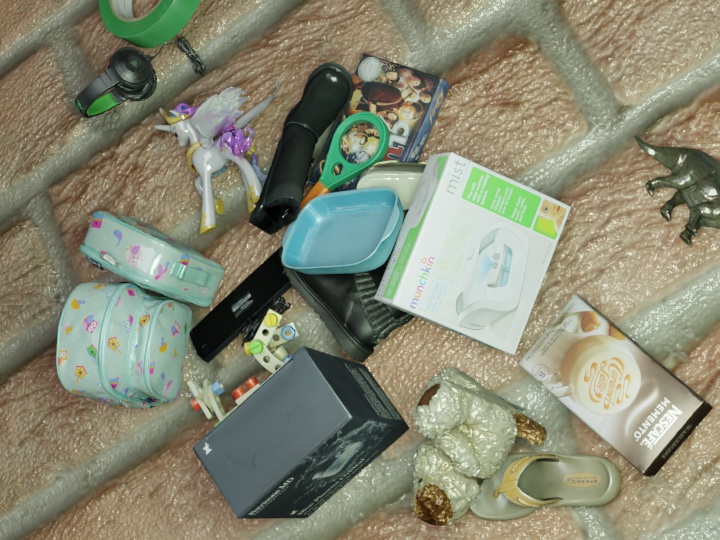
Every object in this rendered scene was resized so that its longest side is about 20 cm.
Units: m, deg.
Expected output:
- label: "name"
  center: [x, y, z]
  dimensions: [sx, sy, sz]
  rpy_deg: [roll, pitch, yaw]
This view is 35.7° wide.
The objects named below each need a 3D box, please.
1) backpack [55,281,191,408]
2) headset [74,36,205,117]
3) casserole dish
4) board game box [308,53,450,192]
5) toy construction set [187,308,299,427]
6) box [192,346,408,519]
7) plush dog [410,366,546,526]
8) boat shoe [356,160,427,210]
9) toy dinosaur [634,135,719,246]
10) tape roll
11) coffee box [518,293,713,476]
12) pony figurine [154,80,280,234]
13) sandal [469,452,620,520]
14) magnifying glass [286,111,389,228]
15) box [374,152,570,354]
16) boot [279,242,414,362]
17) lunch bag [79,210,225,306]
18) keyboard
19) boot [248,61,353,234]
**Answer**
- label: "backpack"
  center: [-0.333, 0.103, 1.574]
  dimensions: [0.152, 0.200, 0.178]
  rpy_deg: [4, 79, 24]
- label: "headset"
  center: [-0.343, -0.291, 1.723]
  dimensions: [0.199, 0.123, 0.094]
  rpy_deg: [-36, 91, -6]
- label: "casserole dish"
  center: [-0.019, -0.046, 1.451]
  dimensions: [0.199, 0.039, 0.122]
  rpy_deg: [-4, 55, 43]
- label: "board game box"
  center: [0.026, -0.192, 1.571]
  dimensions: [0.135, 0.035, 0.202]
  rpy_deg: [22, 88, 26]
- label: "toy construction set"
  center: [-0.153, 0.156, 1.541]
  dimensions: [0.199, 0.092, 0.132]
  rpy_deg: [-36, 91, 21]
- label: "box"
  center: [-0.072, 0.214, 1.432]
  dimensions: [0.197, 0.200, 0.118]
  rpy_deg: [-43, 65, 10]
- label: "plush dog"
  center: [0.121, 0.231, 1.371]
  dimensions: [0.160, 0.200, 0.173]
  rpy_deg: [29, 96, 5]
- label: "boat shoe"
  center: [0.096, -0.110, 1.490]
  dimensions: [0.200, 0.060, 0.073]
  rpy_deg: [6, 117, 3]
- label: "toy dinosaur"
  center: [0.416, -0.098, 1.366]
  dimensions: [0.102, 0.077, 0.200]
  rpy_deg: [-38, 61, -1]
- label: "tape roll"
  center: [-0.328, -0.454, 1.761]
  dimensions: [0.199, 0.048, 0.202]
  rpy_deg: [-11, 71, 35]
- label: "coffee box"
  center: [0.306, 0.138, 1.346]
  dimensions: [0.200, 0.080, 0.115]
  rpy_deg: [41, 97, 26]
- label: "pony figurine"
  center: [-0.197, -0.180, 1.620]
  dimensions: [0.192, 0.166, 0.201]
  rpy_deg: [-26, 84, 25]
- label: "sandal"
  center: [0.217, 0.261, 1.370]
  dimensions: [0.198, 0.054, 0.081]
  rpy_deg: [-11, 73, 28]
- label: "magnifying glass"
  center: [-0.035, -0.134, 1.557]
  dimensions: [0.080, 0.022, 0.200]
  rpy_deg: [42, 95, 25]
- label: "box"
  center: [0.138, -0.022, 1.404]
  dimensions: [0.175, 0.097, 0.202]
  rpy_deg: [23, 87, -15]
- label: "boot"
  center: [0.001, 0.001, 1.513]
  dimensions: [0.158, 0.079, 0.212]
  rpy_deg: [-44, 73, 15]
- label: "lunch bag"
  center: [-0.291, -0.013, 1.581]
  dimensions: [0.160, 0.200, 0.078]
  rpy_deg: [28, 92, 25]
- label: "keyboard"
  center: [-0.156, 0.063, 1.605]
  dimensions: [0.200, 0.040, 0.104]
  rpy_deg: [-42, 42, 11]
- label: "boot"
  center: [-0.080, -0.165, 1.520]
  dimensions: [0.065, 0.165, 0.201]
  rpy_deg: [27, 51, -10]
